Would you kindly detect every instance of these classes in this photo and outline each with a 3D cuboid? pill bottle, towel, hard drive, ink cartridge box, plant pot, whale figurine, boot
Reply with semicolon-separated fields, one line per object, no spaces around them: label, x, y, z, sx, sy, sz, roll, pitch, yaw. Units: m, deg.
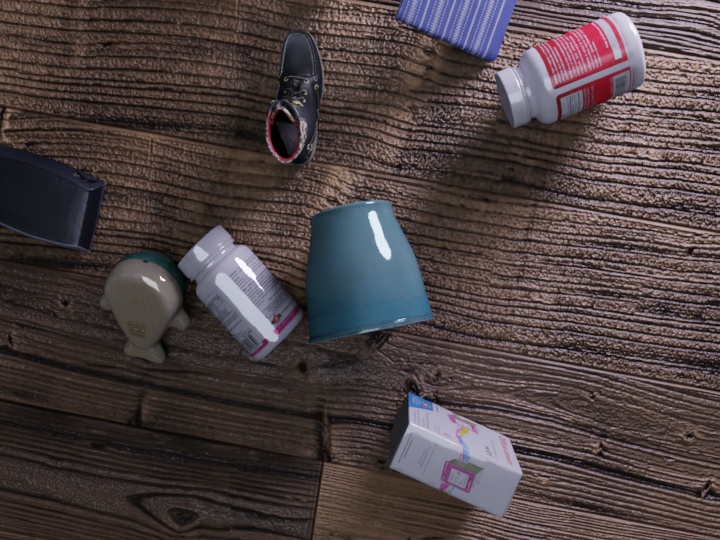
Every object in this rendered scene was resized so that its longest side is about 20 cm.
pill bottle;0.305;-0.288;1.023;0.196;0.112;0.115;-21;99;7
towel;0.149;-0.405;1.009;0.196;0.024;0.148;10;105;-33
hard drive;-0.533;-0.117;1.149;0.195;0.042;0.138;19;101;0
ink cartridge box;0.151;0.295;1.124;0.196;0.145;0.086;25;100;-1
pill bottle;-0.193;0.034;1.117;0.113;0.113;0.201;-41;96;10
plant pot;0.000;0.000;1.067;0.195;0.200;0.193;-12;84;6
whale figurine;-0.352;0.059;1.155;0.155;0.105;0.204;12;125;2
boot;-0.098;-0.259;1.035;0.071;0.154;0.210;3;101;3
